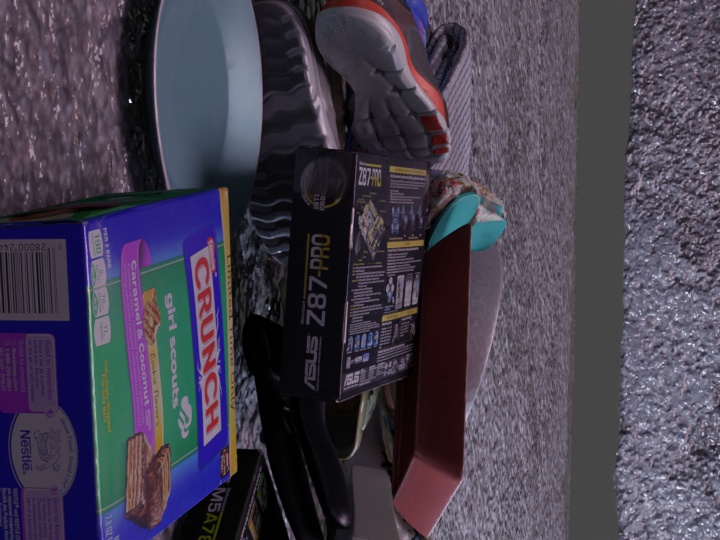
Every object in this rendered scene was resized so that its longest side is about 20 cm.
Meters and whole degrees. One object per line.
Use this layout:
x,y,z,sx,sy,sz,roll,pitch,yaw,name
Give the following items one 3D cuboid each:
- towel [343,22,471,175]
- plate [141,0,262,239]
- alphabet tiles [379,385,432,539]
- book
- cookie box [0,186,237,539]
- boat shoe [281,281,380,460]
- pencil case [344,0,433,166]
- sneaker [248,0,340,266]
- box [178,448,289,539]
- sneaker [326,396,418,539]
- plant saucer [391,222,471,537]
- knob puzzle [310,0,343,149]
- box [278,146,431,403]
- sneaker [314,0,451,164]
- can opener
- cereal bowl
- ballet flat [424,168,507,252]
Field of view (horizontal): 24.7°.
0.042,-0.111,1.493,0.200,0.085,0.166,-65,159,-48,towel
-0.104,-0.113,1.051,0.200,0.025,0.202,1,90,-74,plate
0.036,0.178,1.449,0.166,0.006,0.201,-158,-126,-82,alphabet tiles
-0.015,0.251,1.137,0.134,0.048,0.201,-96,-162,-76,book
-0.130,0.048,0.859,0.200,0.075,0.172,-29,118,-74,cookie box
-0.020,0.076,1.286,0.200,0.073,0.063,71,22,-53,boat shoe
0.024,-0.161,1.356,0.201,0.078,0.087,-93,-157,-47,pencil case
-0.040,-0.100,1.192,0.082,0.074,0.201,-51,139,-66,sneaker
-0.086,0.254,1.093,0.201,0.047,0.194,-75,158,-46,box
0.014,0.198,1.411,0.074,0.079,0.201,10,79,-73,sneaker
0.052,0.089,1.285,0.200,0.036,0.201,106,-12,-68,plant saucer
-0.030,-0.168,1.294,0.220,0.030,0.221,178,-90,-89,knob puzzle
0.000,0.000,1.132,0.200,0.049,0.162,-8,105,-74,box
0.028,-0.152,1.203,0.200,0.077,0.082,65,32,-56,sneaker
-0.045,0.117,1.135,0.078,0.063,0.201,23,32,-32,can opener
0.061,0.064,1.512,0.200,0.083,0.201,-165,-90,-84,cereal bowl
0.068,-0.052,1.359,0.076,0.064,0.200,-48,164,6,ballet flat
